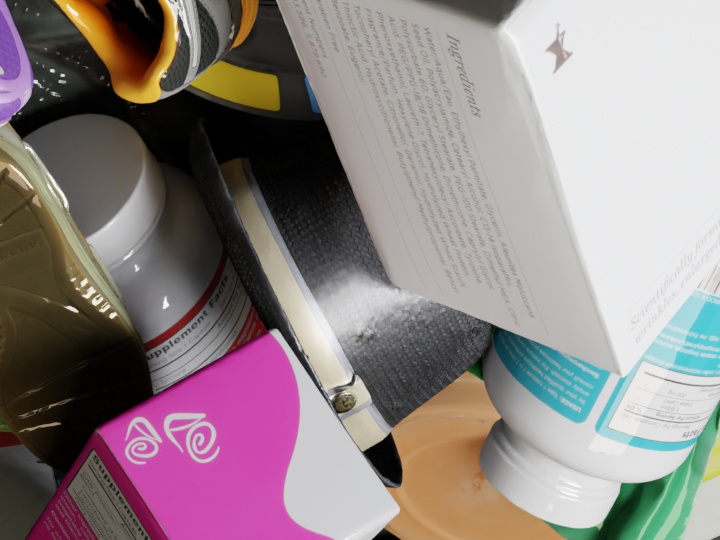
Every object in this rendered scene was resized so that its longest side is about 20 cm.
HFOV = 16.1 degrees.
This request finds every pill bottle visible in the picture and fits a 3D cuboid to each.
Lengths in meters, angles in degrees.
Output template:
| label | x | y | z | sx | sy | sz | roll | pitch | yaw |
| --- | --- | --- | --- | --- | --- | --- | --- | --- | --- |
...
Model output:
| label | x | y | z | sx | sy | sz | roll | pitch | yaw |
| --- | --- | --- | --- | --- | --- | --- | --- | --- | --- |
| pill bottle | 0.128 | 0.022 | 1.204 | 0.111 | 0.111 | 0.200 | 12 | 117 | -30 |
| pill bottle | -0.105 | 0.019 | 1.255 | 0.112 | 0.112 | 0.200 | -25 | 136 | 4 |

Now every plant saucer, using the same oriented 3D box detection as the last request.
| label | x | y | z | sx | sy | sz | roll | pitch | yaw |
| --- | --- | --- | --- | --- | --- | --- | --- | --- | --- |
| plant saucer | 0.078 | 0.115 | 1.413 | 0.200 | 0.032 | 0.201 | 10 | 144 | 8 |

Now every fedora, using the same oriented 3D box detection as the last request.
| label | x | y | z | sx | sy | sz | roll | pitch | yaw |
| --- | --- | --- | --- | --- | --- | --- | --- | --- | --- |
| fedora | 0.000 | 0.000 | 1.197 | 0.091 | 0.201 | 0.201 | -28 | 137 | 2 |

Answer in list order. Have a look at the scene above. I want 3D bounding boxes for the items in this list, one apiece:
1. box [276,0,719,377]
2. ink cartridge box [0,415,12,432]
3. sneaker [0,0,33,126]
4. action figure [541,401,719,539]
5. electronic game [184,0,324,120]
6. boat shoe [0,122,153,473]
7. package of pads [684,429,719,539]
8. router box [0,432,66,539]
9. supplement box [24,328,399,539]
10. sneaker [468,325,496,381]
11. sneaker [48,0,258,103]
| label | x | y | z | sx | sy | sz | roll | pitch | yaw |
| --- | --- | --- | --- | --- | --- | --- | --- | --- | --- |
| box | 0.092 | -0.104 | 1.041 | 0.199 | 0.130 | 0.200 | -47 | 138 | -24 |
| ink cartridge box | -0.232 | 0.050 | 1.209 | 0.147 | 0.076 | 0.200 | 2 | 145 | 34 |
| sneaker | -0.180 | -0.146 | 1.025 | 0.083 | 0.081 | 0.200 | -5 | 118 | 35 |
| action figure | 0.154 | 0.055 | 1.288 | 0.055 | 0.118 | 0.200 | -18 | 139 | -55 |
| electronic game | -0.039 | -0.144 | 1.118 | 0.199 | 0.042 | 0.200 | 9 | 136 | 9 |
| boat shoe | -0.145 | 0.008 | 1.141 | 0.073 | 0.063 | 0.201 | -20 | 130 | 6 |
| package of pads | 0.207 | 0.081 | 1.469 | 0.199 | 0.068 | 0.155 | -24 | 136 | 5 |
| router box | -0.135 | 0.147 | 1.323 | 0.199 | 0.180 | 0.049 | -8 | 136 | -14 |
| supplement box | -0.076 | 0.123 | 1.155 | 0.101 | 0.104 | 0.200 | -29 | 170 | -29 |
| sneaker | 0.081 | 0.016 | 1.330 | 0.199 | 0.084 | 0.074 | -2 | 176 | -6 |
| sneaker | -0.117 | -0.157 | 1.060 | 0.078 | 0.077 | 0.200 | -21 | 116 | 38 |
